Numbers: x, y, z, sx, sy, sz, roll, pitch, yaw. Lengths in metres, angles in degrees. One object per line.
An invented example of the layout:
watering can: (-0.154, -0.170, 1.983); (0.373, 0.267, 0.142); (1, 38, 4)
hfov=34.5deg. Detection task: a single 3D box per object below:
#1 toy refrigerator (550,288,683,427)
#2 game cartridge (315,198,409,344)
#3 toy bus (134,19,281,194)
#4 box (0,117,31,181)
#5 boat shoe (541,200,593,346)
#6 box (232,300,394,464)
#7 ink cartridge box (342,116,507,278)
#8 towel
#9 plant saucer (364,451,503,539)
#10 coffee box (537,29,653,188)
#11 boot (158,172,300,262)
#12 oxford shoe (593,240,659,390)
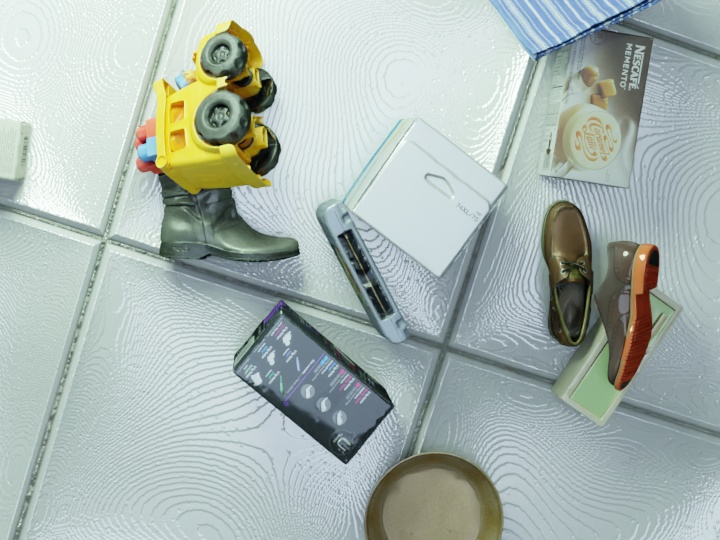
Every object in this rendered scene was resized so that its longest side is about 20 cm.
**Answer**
toy refrigerator: (0.357, 0.111, 1.614); (0.076, 0.070, 0.201); (34, 92, -6)
game cartridge: (0.000, 0.000, 1.544); (0.041, 0.133, 0.202); (-28, 97, -1)
toy bus: (-0.212, -0.201, 1.509); (0.190, 0.136, 0.202); (-9, 71, 18)
box: (-0.540, -0.171, 1.520); (0.197, 0.068, 0.083); (10, 95, -5)
boat shoe: (0.293, 0.004, 1.598); (0.071, 0.068, 0.203); (-6, 96, -2)
box: (-0.065, 0.148, 1.561); (0.200, 0.122, 0.106); (40, 92, -7)
ink cartridge box: (0.078, -0.099, 1.505); (0.146, 0.200, 0.147); (36, 93, -7)
towel: (0.285, -0.366, 1.534); (0.198, 0.146, 0.024); (-26, 142, -2)
plant saucer: (0.102, 0.351, 1.638); (0.198, 0.035, 0.203); (0, 96, -4)
coffee box: (0.317, -0.220, 1.569); (0.113, 0.080, 0.203); (9, 95, -5)
boot: (-0.177, -0.079, 1.560); (0.197, 0.068, 0.132); (3, 90, -6)
oxford shoe: (0.351, 0.059, 1.558); (0.072, 0.071, 0.203); (13, 99, 33)
